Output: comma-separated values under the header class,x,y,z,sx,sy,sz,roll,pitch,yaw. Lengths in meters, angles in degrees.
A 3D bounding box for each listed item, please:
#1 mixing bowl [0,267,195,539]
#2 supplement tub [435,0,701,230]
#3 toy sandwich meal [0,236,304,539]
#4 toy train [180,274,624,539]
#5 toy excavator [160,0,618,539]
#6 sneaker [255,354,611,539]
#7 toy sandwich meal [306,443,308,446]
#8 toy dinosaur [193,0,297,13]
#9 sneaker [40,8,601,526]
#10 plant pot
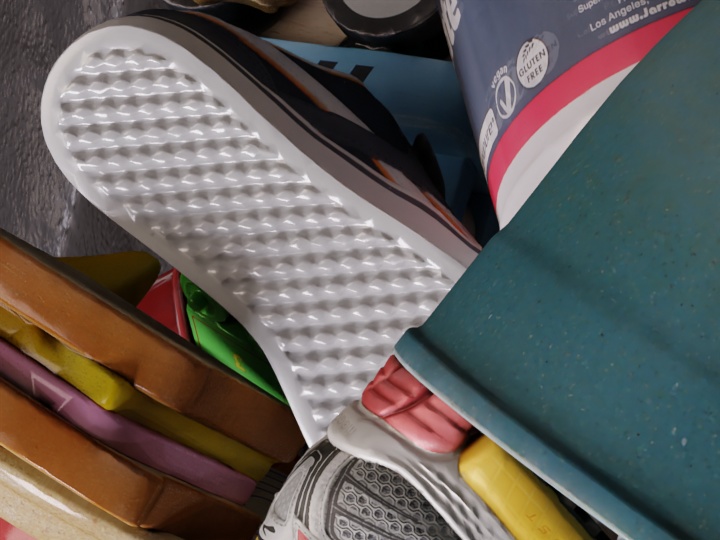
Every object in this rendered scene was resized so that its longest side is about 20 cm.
class,x,y,z,sx,sy,sz,roll,pitch,yaw
mixing bowl,-0.085,0.106,1.071,0.200,0.108,0.201,-17,-90,-87
supplement tub,0.087,-0.098,0.816,0.140,0.140,0.200,-50,46,50
toy sandwich meal,-0.071,0.035,0.870,0.070,0.205,0.205,-61,34,7
toy train,0.015,0.046,0.942,0.200,0.042,0.056,32,148,34
toy excavator,0.006,-0.005,0.898,0.194,0.100,0.201,10,73,25
sneaker,0.047,0.112,0.758,0.082,0.200,0.078,-42,19,-1
toy sandwich meal,0.016,0.018,1.020,0.205,0.070,0.206,-4,85,62
toy dinosaur,0.030,-0.134,0.757,0.200,0.058,0.101,-25,79,40
sneaker,0.000,0.000,0.818,0.078,0.079,0.200,-42,91,19
plant pot,0.140,-0.004,0.648,0.188,0.200,0.200,-57,33,2
